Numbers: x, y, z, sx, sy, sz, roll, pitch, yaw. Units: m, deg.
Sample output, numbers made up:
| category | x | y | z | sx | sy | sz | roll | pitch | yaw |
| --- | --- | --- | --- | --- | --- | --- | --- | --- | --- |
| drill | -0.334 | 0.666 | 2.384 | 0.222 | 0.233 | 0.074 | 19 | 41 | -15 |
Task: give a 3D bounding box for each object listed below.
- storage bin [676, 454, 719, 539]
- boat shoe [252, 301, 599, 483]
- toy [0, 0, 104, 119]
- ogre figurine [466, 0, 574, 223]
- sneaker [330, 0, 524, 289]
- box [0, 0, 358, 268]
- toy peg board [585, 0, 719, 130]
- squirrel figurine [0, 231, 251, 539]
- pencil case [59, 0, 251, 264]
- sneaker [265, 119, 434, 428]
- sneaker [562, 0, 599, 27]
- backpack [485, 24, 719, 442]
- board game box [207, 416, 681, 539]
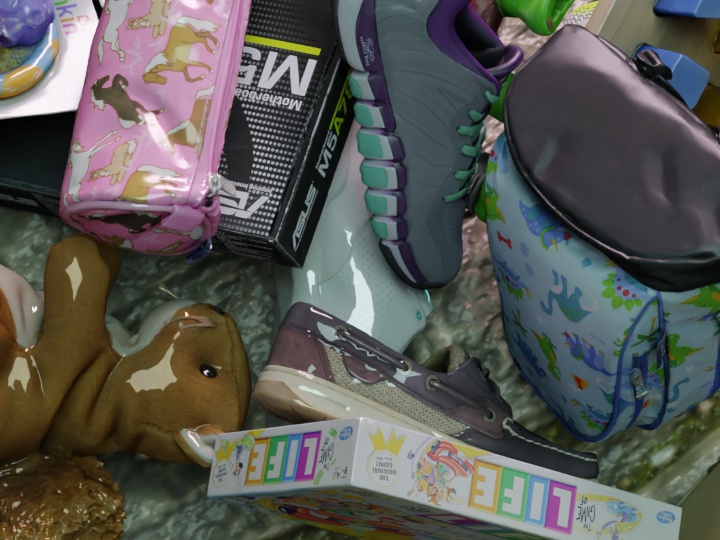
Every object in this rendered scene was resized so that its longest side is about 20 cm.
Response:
| category | x | y | z | sx | sy | sz | roll | pitch | yaw |
| --- | --- | --- | --- | --- | --- | --- | --- | --- | --- |
| storage bin | 0.186 | 0.194 | 1.360 | 0.094 | 0.198 | 0.200 | 45 | 75 | -11 |
| boat shoe | 0.042 | 0.070 | 1.403 | 0.199 | 0.072 | 0.065 | 19 | 82 | -19 |
| toy | -0.215 | -0.131 | 1.385 | 0.199 | 0.047 | 0.116 | -11 | 62 | -21 |
| ogre figurine | 0.058 | -0.129 | 1.463 | 0.119 | 0.201 | 0.098 | 15 | 31 | 27 |
| sneaker | 0.045 | -0.075 | 1.389 | 0.087 | 0.201 | 0.075 | -1 | 35 | 19 |
| box | -0.093 | -0.112 | 1.442 | 0.199 | 0.048 | 0.194 | 13 | 71 | 25 |
| toy peg board | 0.244 | -0.132 | 1.434 | 0.198 | 0.098 | 0.201 | 29 | 88 | -25 |
| squirrel figurine | -0.156 | 0.078 | 1.399 | 0.185 | 0.141 | 0.201 | 17 | 88 | -12 |
| pencil case | -0.094 | -0.108 | 1.369 | 0.086 | 0.083 | 0.201 | 11 | 71 | -6 |
| sneaker | 0.000 | 0.000 | 1.459 | 0.088 | 0.075 | 0.202 | 6 | 82 | -15 |
| sneaker | 0.211 | -0.117 | 1.516 | 0.199 | 0.076 | 0.106 | -14 | 96 | -10 |
| backpack | 0.138 | -0.002 | 1.404 | 0.154 | 0.200 | 0.163 | -43 | 63 | -4 |
| board game box | 0.042 | 0.116 | 1.352 | 0.199 | 0.134 | 0.034 | 18 | 74 | -31 |
